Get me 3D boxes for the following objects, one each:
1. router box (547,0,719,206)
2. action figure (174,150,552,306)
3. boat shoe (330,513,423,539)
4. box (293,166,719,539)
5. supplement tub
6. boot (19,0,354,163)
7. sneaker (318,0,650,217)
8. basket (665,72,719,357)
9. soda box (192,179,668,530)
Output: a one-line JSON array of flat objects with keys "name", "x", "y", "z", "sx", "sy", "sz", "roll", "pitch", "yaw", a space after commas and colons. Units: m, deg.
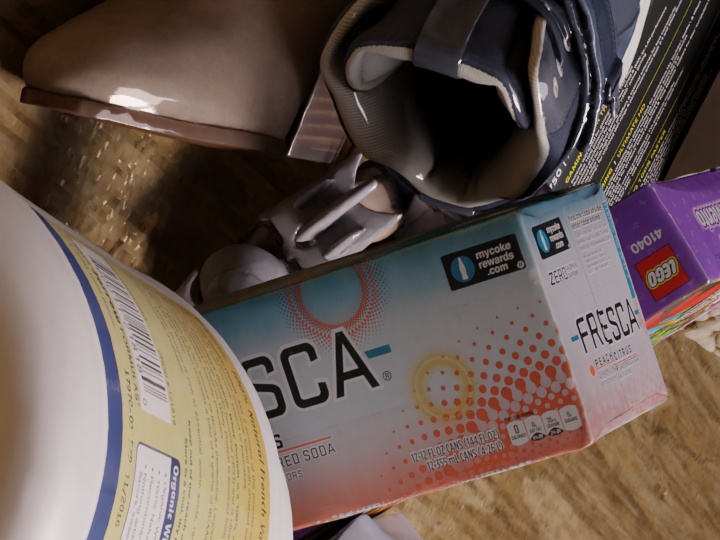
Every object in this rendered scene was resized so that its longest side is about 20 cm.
[{"name": "router box", "x": 0.088, "y": -0.060, "z": 1.232, "sx": 0.201, "sy": 0.051, "sz": 0.149, "roll": -62, "pitch": 159, "yaw": -10}, {"name": "action figure", "x": 0.000, "y": 0.000, "z": 1.003, "sx": 0.130, "sy": 0.070, "sz": 0.200, "roll": -26, "pitch": 180, "yaw": 28}, {"name": "boat shoe", "x": 0.004, "y": 0.129, "z": 1.004, "sx": 0.074, "sy": 0.068, "sz": 0.199, "roll": -47, "pitch": 172, "yaw": 3}, {"name": "box", "x": 0.047, "y": 0.032, "z": 1.004, "sx": 0.200, "sy": 0.039, "sz": 0.137, "roll": -34, "pitch": 173, "yaw": 23}, {"name": "supplement tub", "x": -0.101, "y": 0.054, "z": 0.731, "sx": 0.145, "sy": 0.144, "sz": 0.200, "roll": -64, "pitch": 160, "yaw": -5}, {"name": "boot", "x": -0.026, "y": -0.108, "z": 0.871, "sx": 0.200, "sy": 0.070, "sz": 0.147, "roll": -1, "pitch": 107, "yaw": -70}, {"name": "sneaker", "x": 0.051, "y": -0.113, "z": 0.863, "sx": 0.146, "sy": 0.077, "sz": 0.203, "roll": -43, "pitch": 145, "yaw": -61}, {"name": "basket", "x": 0.229, "y": -0.055, "z": 1.346, "sx": 0.200, "sy": 0.161, "sz": 0.198, "roll": -57, "pitch": -171, "yaw": -21}, {"name": "soda box", "x": -0.019, "y": 0.037, "z": 0.857, "sx": 0.064, "sy": 0.199, "sz": 0.069, "roll": -21, "pitch": 93, "yaw": -64}]
